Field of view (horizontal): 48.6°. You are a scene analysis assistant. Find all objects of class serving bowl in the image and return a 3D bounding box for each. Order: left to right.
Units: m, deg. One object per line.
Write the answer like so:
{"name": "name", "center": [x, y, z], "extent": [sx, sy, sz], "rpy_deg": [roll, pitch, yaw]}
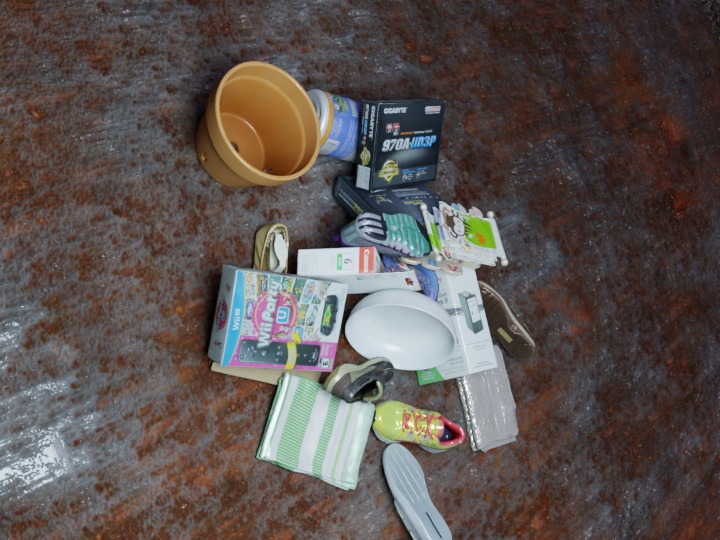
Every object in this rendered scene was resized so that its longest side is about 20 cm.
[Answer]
{"name": "serving bowl", "center": [0.075, 0.095, 1.411], "extent": [0.199, 0.199, 0.066], "rpy_deg": [35, 48, -26]}

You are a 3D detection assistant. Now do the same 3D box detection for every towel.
{"name": "towel", "center": [-0.069, 0.269, 1.333], "extent": [0.199, 0.023, 0.154], "rpy_deg": [27, 70, -31]}
{"name": "towel", "center": [0.254, 0.257, 1.610], "extent": [0.131, 0.034, 0.203], "rpy_deg": [-7, 81, -41]}

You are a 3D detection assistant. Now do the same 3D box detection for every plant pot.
{"name": "plant pot", "center": [-0.184, -0.226, 1.331], "extent": [0.198, 0.139, 0.203], "rpy_deg": [12, 69, -35]}

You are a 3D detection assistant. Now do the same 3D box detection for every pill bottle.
{"name": "pill bottle", "center": [-0.020, -0.262, 1.495], "extent": [0.198, 0.112, 0.114], "rpy_deg": [8, 71, -38]}

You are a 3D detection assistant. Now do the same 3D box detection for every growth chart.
{"name": "growth chart", "center": [0.192, -0.070, 1.479], "extent": [0.198, 0.018, 0.146], "rpy_deg": [5, 55, -36]}

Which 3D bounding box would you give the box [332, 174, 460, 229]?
{"name": "box", "center": [0.068, -0.122, 1.510], "extent": [0.198, 0.051, 0.158], "rpy_deg": [-7, 42, -39]}

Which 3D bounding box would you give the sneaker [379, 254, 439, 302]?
{"name": "sneaker", "center": [0.071, 0.009, 1.472], "extent": [0.078, 0.076, 0.200], "rpy_deg": [-17, 45, -32]}

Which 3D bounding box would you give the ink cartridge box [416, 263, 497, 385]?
{"name": "ink cartridge box", "center": [0.161, 0.102, 1.509], "extent": [0.083, 0.145, 0.203], "rpy_deg": [-6, 79, -40]}

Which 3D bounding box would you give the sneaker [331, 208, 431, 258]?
{"name": "sneaker", "center": [0.039, -0.057, 1.381], "extent": [0.199, 0.087, 0.075], "rpy_deg": [17, 59, -48]}

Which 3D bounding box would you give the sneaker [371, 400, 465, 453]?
{"name": "sneaker", "center": [0.108, 0.279, 1.446], "extent": [0.198, 0.090, 0.079], "rpy_deg": [19, 66, -32]}

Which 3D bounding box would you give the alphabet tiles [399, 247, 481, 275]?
{"name": "alphabet tiles", "center": [0.129, -0.053, 1.502], "extent": [0.198, 0.015, 0.196], "rpy_deg": [15, 27, -6]}

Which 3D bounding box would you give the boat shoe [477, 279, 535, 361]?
{"name": "boat shoe", "center": [0.294, 0.098, 1.680], "extent": [0.203, 0.074, 0.075], "rpy_deg": [53, 27, -12]}

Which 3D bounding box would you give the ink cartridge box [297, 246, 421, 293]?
{"name": "ink cartridge box", "center": [0.000, 0.000, 1.360], "extent": [0.109, 0.197, 0.051], "rpy_deg": [60, 29, -68]}

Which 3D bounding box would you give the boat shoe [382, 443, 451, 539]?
{"name": "boat shoe", "center": [0.084, 0.408, 1.404], "extent": [0.073, 0.067, 0.201], "rpy_deg": [-7, 60, -35]}

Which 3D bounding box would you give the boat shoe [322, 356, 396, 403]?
{"name": "boat shoe", "center": [0.010, 0.197, 1.370], "extent": [0.066, 0.072, 0.200], "rpy_deg": [45, 19, 24]}

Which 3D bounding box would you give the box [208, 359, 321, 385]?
{"name": "box", "center": [-0.134, 0.105, 1.308], "extent": [0.198, 0.021, 0.165], "rpy_deg": [20, 88, -34]}

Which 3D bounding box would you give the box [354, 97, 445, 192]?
{"name": "box", "center": [0.075, -0.236, 1.481], "extent": [0.199, 0.046, 0.161], "rpy_deg": [-14, 116, -47]}

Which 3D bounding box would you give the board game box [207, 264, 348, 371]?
{"name": "board game box", "center": [-0.129, 0.078, 1.256], "extent": [0.198, 0.064, 0.150], "rpy_deg": [8, 95, -32]}

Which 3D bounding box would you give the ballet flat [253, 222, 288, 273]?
{"name": "ballet flat", "center": [-0.150, 0.014, 1.335], "extent": [0.068, 0.063, 0.203], "rpy_deg": [9, 71, -37]}
